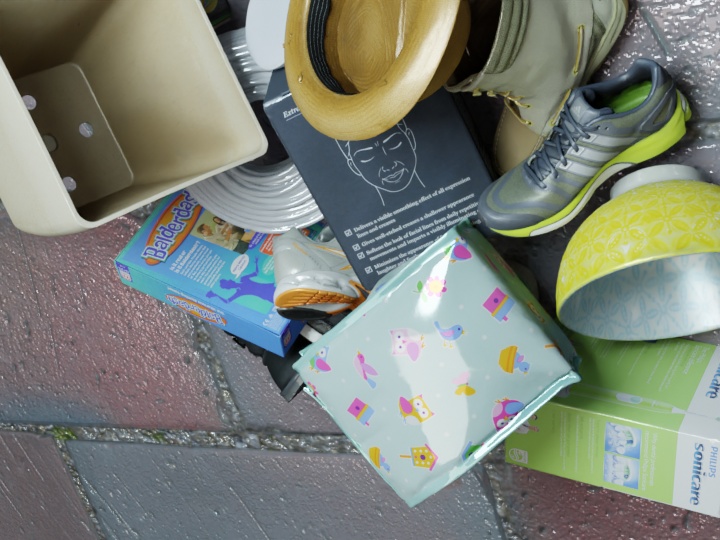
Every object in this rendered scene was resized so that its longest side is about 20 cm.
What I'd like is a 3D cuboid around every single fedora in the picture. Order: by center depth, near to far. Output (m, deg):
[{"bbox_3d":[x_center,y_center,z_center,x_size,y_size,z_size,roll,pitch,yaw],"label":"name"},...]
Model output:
[{"bbox_3d":[0.026,-0.192,0.897,0.200,0.082,0.201,-9,77,43],"label":"fedora"}]

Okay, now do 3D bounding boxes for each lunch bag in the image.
[{"bbox_3d":[0.061,0.082,0.996,0.200,0.122,0.170,-41,88,15],"label":"lunch bag"}]

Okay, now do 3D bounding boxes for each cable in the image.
[{"bbox_3d":[-0.090,-0.132,1.130,0.199,0.069,0.200,-2,116,-3],"label":"cable"}]

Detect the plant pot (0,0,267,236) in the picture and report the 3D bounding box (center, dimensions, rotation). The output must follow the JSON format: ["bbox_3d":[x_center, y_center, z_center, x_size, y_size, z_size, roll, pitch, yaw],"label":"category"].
[{"bbox_3d":[-0.239,-0.136,1.022,0.177,0.200,0.200,-21,96,50],"label":"plant pot"}]

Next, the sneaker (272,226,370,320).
[{"bbox_3d":[0.000,0.000,1.156,0.076,0.200,0.092,-36,57,41],"label":"sneaker"}]

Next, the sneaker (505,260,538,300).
[{"bbox_3d":[0.138,0.094,1.167,0.071,0.080,0.200,7,121,27],"label":"sneaker"}]

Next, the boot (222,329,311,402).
[{"bbox_3d":[-0.125,0.049,1.267,0.200,0.066,0.165,46,171,1],"label":"boot"}]

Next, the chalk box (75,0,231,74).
[{"bbox_3d":[-0.219,-0.267,1.141,0.124,0.124,0.200,-5,113,33],"label":"chalk box"}]

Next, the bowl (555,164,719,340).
[{"bbox_3d":[0.258,-0.024,0.993,0.200,0.200,0.108,-25,59,39],"label":"bowl"}]

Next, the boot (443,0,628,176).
[{"bbox_3d":[0.122,-0.153,0.976,0.072,0.154,0.200,49,132,32],"label":"boot"}]

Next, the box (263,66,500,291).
[{"bbox_3d":[0.026,-0.110,1.048,0.148,0.107,0.200,-23,114,12],"label":"box"}]

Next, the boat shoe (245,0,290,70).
[{"bbox_3d":[-0.036,-0.249,0.999,0.069,0.057,0.200,53,136,18],"label":"boat shoe"}]

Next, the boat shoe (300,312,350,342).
[{"bbox_3d":[-0.083,0.010,1.267,0.200,0.076,0.060,37,92,19],"label":"boat shoe"}]

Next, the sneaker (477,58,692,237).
[{"bbox_3d":[0.176,-0.105,0.968,0.074,0.200,0.081,53,180,40],"label":"sneaker"}]

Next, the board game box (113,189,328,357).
[{"bbox_3d":[-0.127,-0.017,1.215,0.200,0.152,0.045,24,151,18],"label":"board game box"}]

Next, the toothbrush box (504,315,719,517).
[{"bbox_3d":[0.249,0.126,1.078,0.200,0.146,0.086,9,121,26],"label":"toothbrush box"}]
